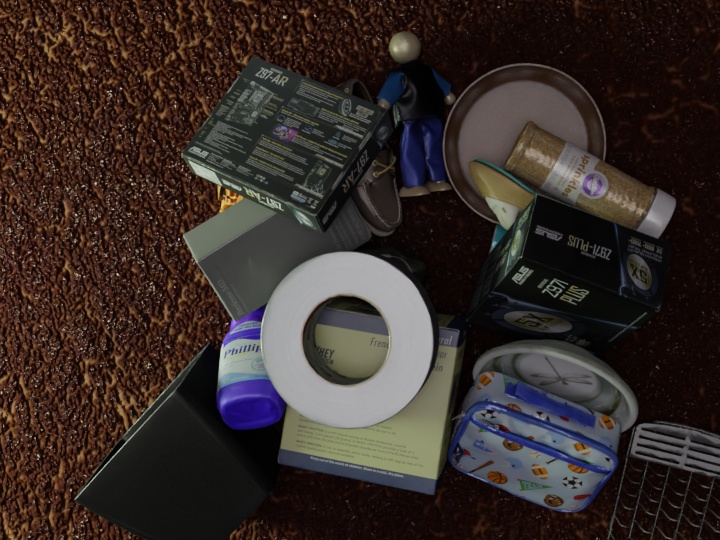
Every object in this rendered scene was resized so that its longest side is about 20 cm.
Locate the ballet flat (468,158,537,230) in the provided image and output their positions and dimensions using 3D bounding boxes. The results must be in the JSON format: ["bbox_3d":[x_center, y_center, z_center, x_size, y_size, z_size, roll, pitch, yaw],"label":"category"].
[{"bbox_3d":[0.207,-0.063,1.194,0.200,0.069,0.063,29,88,4],"label":"ballet flat"}]

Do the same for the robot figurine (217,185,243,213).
[{"bbox_3d":[-0.121,-0.140,1.281,0.145,0.058,0.201,18,106,24],"label":"robot figurine"}]

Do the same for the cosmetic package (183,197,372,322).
[{"bbox_3d":[-0.103,-0.040,1.219,0.200,0.090,0.107,-35,124,-6],"label":"cosmetic package"}]

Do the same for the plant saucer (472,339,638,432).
[{"bbox_3d":[0.236,0.132,1.200,0.199,0.200,0.050,17,59,10],"label":"plant saucer"}]

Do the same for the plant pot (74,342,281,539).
[{"bbox_3d":[-0.211,0.245,1.275,0.177,0.200,0.200,43,100,-6],"label":"plant pot"}]

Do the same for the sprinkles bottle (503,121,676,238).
[{"bbox_3d":[0.271,-0.102,1.187,0.200,0.068,0.068,28,98,2],"label":"sprinkles bottle"}]

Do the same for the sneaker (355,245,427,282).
[{"bbox_3d":[0.000,0.000,1.278,0.199,0.090,0.067,6,101,36],"label":"sneaker"}]

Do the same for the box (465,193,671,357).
[{"bbox_3d":[0.233,0.017,1.145,0.163,0.200,0.086,21,64,-4],"label":"box"}]

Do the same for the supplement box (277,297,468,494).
[{"bbox_3d":[0.020,0.148,1.246,0.199,0.134,0.201,9,95,10],"label":"supplement box"}]

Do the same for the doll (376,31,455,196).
[{"bbox_3d":[0.067,-0.195,1.236,0.048,0.136,0.201,2,101,50],"label":"doll"}]

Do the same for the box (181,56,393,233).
[{"bbox_3d":[-0.087,-0.152,1.177,0.200,0.044,0.160,25,70,23],"label":"box"}]

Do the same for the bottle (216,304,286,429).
[{"bbox_3d":[-0.133,0.106,1.248,0.083,0.200,0.065,-10,129,6],"label":"bottle"}]

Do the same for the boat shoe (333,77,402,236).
[{"bbox_3d":[0.009,-0.143,1.259,0.059,0.072,0.201,-25,84,46],"label":"boat shoe"}]

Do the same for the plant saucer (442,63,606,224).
[{"bbox_3d":[0.202,-0.154,1.239,0.199,0.034,0.201,1,96,6],"label":"plant saucer"}]

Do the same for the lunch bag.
[{"bbox_3d":[0.205,0.206,1.205,0.199,0.076,0.160,20,138,1],"label":"lunch bag"}]

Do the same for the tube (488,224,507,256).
[{"bbox_3d":[0.260,-0.011,1.241,0.199,0.050,0.078,13,103,5],"label":"tube"}]

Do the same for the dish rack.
[{"bbox_3d":[0.386,0.291,1.225,0.153,0.055,0.201,13,95,9],"label":"dish rack"}]

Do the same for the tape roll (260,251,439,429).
[{"bbox_3d":[-0.011,0.078,1.146,0.199,0.066,0.201,0,91,10],"label":"tape roll"}]
